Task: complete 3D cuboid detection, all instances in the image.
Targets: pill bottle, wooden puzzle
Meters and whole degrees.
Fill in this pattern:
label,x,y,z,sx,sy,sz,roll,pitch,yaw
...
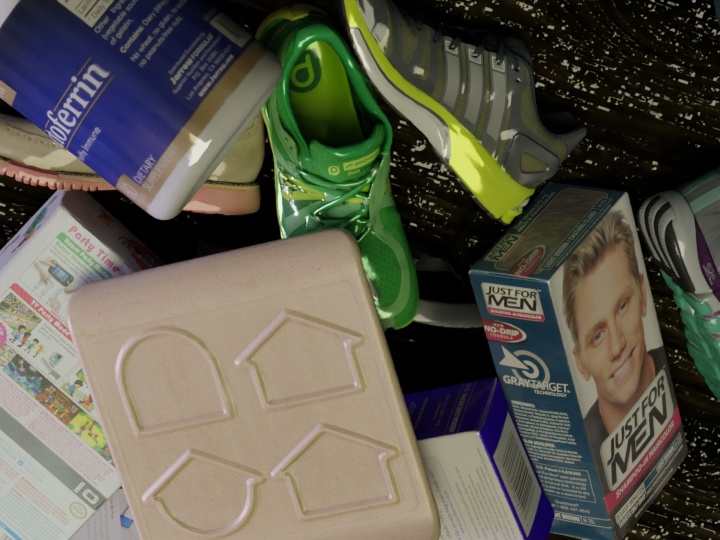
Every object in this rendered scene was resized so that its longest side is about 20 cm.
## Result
label,x,y,z,sx,sy,sz,roll,pitch,yaw
pill bottle,-0.152,-0.131,1.522,0.200,0.116,0.116,38,116,-1
wooden puzzle,-0.060,0.085,1.599,0.184,0.046,0.201,-12,103,16

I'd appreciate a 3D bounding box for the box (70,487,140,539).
label,x,y,z,sx,sy,sz,roll,pitch,yaw
box,-0.115,0.115,1.742,0.198,0.036,0.145,1,122,0

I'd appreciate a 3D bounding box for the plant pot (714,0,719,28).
label,x,y,z,sx,sy,sz,roll,pitch,yaw
plant pot,0.307,-0.132,1.520,0.199,0.161,0.202,-1,122,-1

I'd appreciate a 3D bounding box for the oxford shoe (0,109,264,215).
label,x,y,z,sx,sy,sz,roll,pitch,yaw
oxford shoe,-0.154,-0.084,1.610,0.198,0.071,0.074,8,100,-9

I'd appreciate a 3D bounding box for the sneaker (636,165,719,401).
label,x,y,z,sx,sy,sz,roll,pitch,yaw
sneaker,0.242,0.018,1.667,0.087,0.074,0.201,-33,129,-7

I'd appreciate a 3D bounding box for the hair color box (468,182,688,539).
label,x,y,z,sx,sy,sz,roll,pitch,yaw
hair color box,0.137,0.058,1.663,0.060,0.100,0.201,8,129,36

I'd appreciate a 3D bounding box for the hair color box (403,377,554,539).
label,x,y,z,sx,sy,sz,roll,pitch,yaw
hair color box,0.007,0.141,1.673,0.199,0.065,0.110,-12,118,22

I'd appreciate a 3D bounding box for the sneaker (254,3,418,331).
label,x,y,z,sx,sy,sz,roll,pitch,yaw
sneaker,-0.016,-0.055,1.577,0.074,0.084,0.201,-20,101,-9

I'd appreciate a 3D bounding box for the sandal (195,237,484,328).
label,x,y,z,sx,sy,sz,roll,pitch,yaw
sandal,0.000,0.000,1.654,0.199,0.076,0.043,12,94,-9

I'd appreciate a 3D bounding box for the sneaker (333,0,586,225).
label,x,y,z,sx,sy,sz,roll,pitch,yaw
sneaker,0.054,-0.120,1.586,0.081,0.074,0.200,-38,121,10

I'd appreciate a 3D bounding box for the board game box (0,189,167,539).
label,x,y,z,sx,sy,sz,roll,pitch,yaw
board game box,-0.192,0.068,1.659,0.147,0.064,0.200,42,103,-12
